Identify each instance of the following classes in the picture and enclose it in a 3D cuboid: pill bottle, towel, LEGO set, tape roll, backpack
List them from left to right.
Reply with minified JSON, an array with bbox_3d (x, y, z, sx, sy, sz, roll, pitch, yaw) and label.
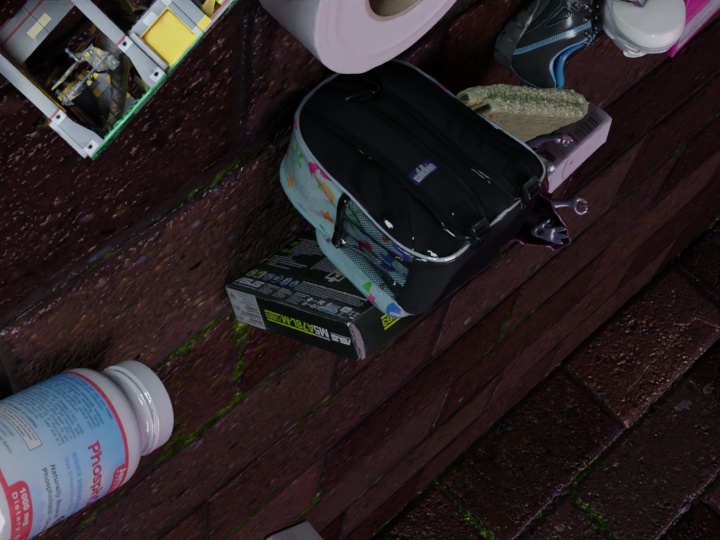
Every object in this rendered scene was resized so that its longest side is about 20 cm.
[{"bbox_3d":[-0.253,0.147,0.968,0.199,0.109,0.109,-26,154,-47],"label":"pill bottle"},{"bbox_3d":[-0.136,-0.158,0.635,0.200,0.116,0.154,-45,-168,10],"label":"LEGO set"},{"bbox_3d":[0.020,-0.239,0.818,0.202,0.071,0.203,-40,161,-17],"label":"tape roll"},{"bbox_3d":[0.033,-0.075,0.994,0.177,0.200,0.151,-39,166,-33],"label":"backpack"},{"bbox_3d":[0.127,-0.150,1.181,0.198,0.037,0.147,-6,170,-46],"label":"towel"}]

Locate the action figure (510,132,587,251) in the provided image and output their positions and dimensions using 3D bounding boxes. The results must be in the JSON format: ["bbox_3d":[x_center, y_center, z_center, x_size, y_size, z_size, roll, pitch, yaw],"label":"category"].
[{"bbox_3d":[0.210,-0.098,1.492,0.147,0.135,0.201,-14,-152,13],"label":"action figure"}]

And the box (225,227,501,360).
[{"bbox_3d":[0.000,0.000,1.119,0.192,0.199,0.048,-33,119,-32],"label":"box"}]

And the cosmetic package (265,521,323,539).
[{"bbox_3d":[-0.135,0.592,2.109,0.201,0.167,0.166,-51,163,13],"label":"cosmetic package"}]

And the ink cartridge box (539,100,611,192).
[{"bbox_3d":[0.280,-0.134,1.679,0.162,0.057,0.201,-43,157,-11],"label":"ink cartridge box"}]

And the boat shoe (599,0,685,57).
[{"bbox_3d":[0.278,-0.257,1.200,0.071,0.201,0.069,-15,123,-4],"label":"boat shoe"}]

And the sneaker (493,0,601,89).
[{"bbox_3d":[0.219,-0.273,1.178,0.073,0.082,0.201,-19,147,-52],"label":"sneaker"}]

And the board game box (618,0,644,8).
[{"bbox_3d":[0.251,-0.354,1.039,0.199,0.041,0.202,1,110,-67],"label":"board game box"}]

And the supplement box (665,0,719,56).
[{"bbox_3d":[0.352,-0.344,1.296,0.103,0.101,0.200,-43,163,-9],"label":"supplement box"}]
